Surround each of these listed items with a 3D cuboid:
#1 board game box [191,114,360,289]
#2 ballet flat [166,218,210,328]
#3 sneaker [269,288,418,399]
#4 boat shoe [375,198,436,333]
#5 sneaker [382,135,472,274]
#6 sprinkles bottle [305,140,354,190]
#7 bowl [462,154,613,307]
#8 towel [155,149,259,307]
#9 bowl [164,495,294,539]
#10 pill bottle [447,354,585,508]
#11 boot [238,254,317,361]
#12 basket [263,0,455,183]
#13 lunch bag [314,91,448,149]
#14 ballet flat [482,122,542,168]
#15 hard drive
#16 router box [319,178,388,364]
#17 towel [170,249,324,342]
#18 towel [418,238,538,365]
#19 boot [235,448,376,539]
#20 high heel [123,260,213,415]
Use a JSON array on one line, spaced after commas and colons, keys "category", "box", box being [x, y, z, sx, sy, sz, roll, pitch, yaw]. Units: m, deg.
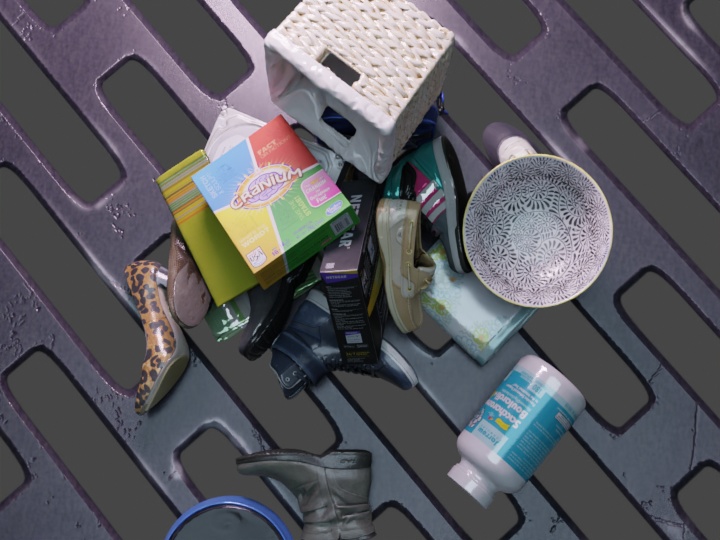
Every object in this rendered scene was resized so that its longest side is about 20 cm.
[{"category": "board game box", "box": [-0.114, -0.093, 1.471, 0.152, 0.040, 0.201, -35, 54, -3]}, {"category": "ballet flat", "box": [-0.246, 0.000, 1.577, 0.046, 0.067, 0.202, -30, 48, 29]}, {"category": "sneaker", "box": [-0.032, 0.139, 1.564, 0.201, 0.077, 0.147, 34, 71, 17]}, {"category": "boat shoe", "box": [0.069, -0.004, 1.532, 0.068, 0.074, 0.202, -3, 121, 15]}, {"category": "sneaker", "box": [0.087, -0.078, 1.579, 0.119, 0.083, 0.203, -19, 67, 23]}, {"category": "sprinkles bottle", "box": [-0.108, -0.161, 1.634, 0.197, 0.068, 0.069, 15, 80, 4]}, {"category": "bowl", "box": [0.239, -0.049, 1.535, 0.198, 0.094, 0.204, -1, 85, 8]}, {"category": "towel", "box": [-0.205, -0.058, 1.555, 0.085, 0.018, 0.202, -29, 84, 16]}, {"category": "bowl", "box": [-0.181, 0.412, 1.546, 0.197, 0.039, 0.204, 0, 80, 2]}, {"category": "pill bottle", "box": [0.206, 0.222, 1.530, 0.110, 0.111, 0.201, 39, 83, 8]}, {"category": "boot", "box": [-0.155, 0.018, 1.587, 0.130, 0.070, 0.202, 23, 69, 11]}, {"category": "basket", "box": [-0.001, -0.252, 1.446, 0.197, 0.200, 0.161, 37, 77, 7]}, {"category": "lunch bag", "box": [0.027, -0.237, 1.608, 0.197, 0.136, 0.134, 1, 80, 1]}, {"category": "ballet flat", "box": [0.245, -0.136, 1.616, 0.073, 0.073, 0.201, -32, 80, -4]}, {"category": "hard drive", "box": [-0.128, -0.128, 1.568, 0.198, 0.038, 0.141, 24, 91, 12]}, {"category": "router box", "box": [0.000, 0.000, 1.507, 0.051, 0.159, 0.201, -3, 37, 13]}, {"category": "towel", "box": [-0.154, -0.009, 1.632, 0.198, 0.023, 0.154, -30, 79, -2]}, {"category": "towel", "box": [0.180, 0.007, 1.605, 0.171, 0.048, 0.200, 43, 84, 12]}, {"category": "boot", "box": [-0.076, 0.313, 1.550, 0.197, 0.068, 0.133, 1, 85, 4]}, {"category": "high heel", "box": [-0.308, 0.091, 1.602, 0.141, 0.071, 0.202, 24, 82, 15]}]
